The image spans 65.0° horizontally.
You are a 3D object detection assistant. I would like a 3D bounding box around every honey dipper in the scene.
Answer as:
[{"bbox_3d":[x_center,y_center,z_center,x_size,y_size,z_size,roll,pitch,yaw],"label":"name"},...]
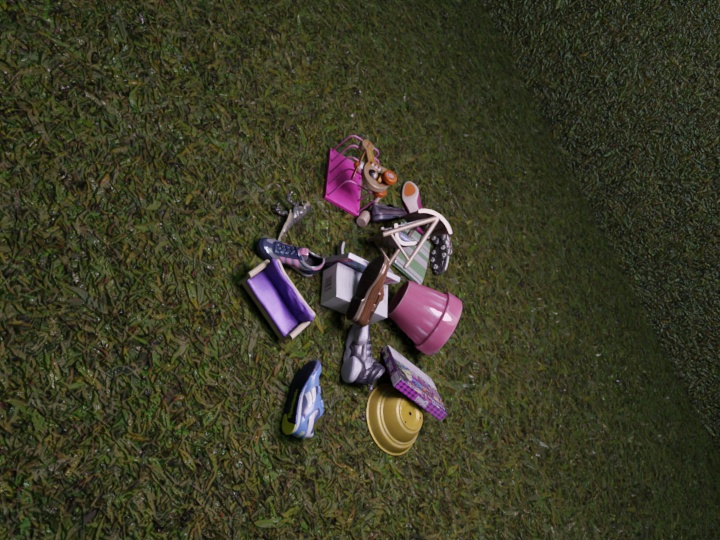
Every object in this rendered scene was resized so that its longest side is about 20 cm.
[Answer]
[{"bbox_3d":[0.037,-0.212,1.889,0.038,0.038,0.201,47,41,-15],"label":"honey dipper"}]

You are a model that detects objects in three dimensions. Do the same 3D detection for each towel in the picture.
[{"bbox_3d":[0.177,-0.058,1.954,0.152,0.023,0.202,38,45,-25],"label":"towel"}]

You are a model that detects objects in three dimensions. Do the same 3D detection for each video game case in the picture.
[{"bbox_3d":[0.000,0.000,1.659,0.199,0.142,0.018,26,69,-33],"label":"video game case"},{"bbox_3d":[0.155,0.326,1.651,0.199,0.036,0.182,40,12,-24],"label":"video game case"}]

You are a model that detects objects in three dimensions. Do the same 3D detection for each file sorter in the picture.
[{"bbox_3d":[-0.020,-0.309,1.813,0.138,0.125,0.202,26,53,-32],"label":"file sorter"}]

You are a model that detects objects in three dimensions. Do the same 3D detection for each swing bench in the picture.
[{"bbox_3d":[0.149,-0.110,1.767,0.199,0.199,0.131,-37,98,-13],"label":"swing bench"}]

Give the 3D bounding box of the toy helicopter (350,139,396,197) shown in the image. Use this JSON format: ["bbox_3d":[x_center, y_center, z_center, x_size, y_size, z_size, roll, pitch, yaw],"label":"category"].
[{"bbox_3d":[0.024,-0.325,1.737,0.131,0.079,0.202,8,54,-30],"label":"toy helicopter"}]

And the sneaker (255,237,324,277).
[{"bbox_3d":[-0.186,-0.049,1.544,0.198,0.082,0.071,22,55,-35],"label":"sneaker"}]

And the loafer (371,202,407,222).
[{"bbox_3d":[0.099,-0.200,1.895,0.199,0.071,0.064,-11,89,-57],"label":"loafer"}]

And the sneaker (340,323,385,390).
[{"bbox_3d":[0.015,0.238,1.602,0.113,0.075,0.202,33,55,-29],"label":"sneaker"}]

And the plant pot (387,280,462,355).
[{"bbox_3d":[0.189,0.131,1.754,0.178,0.200,0.201,33,47,-8],"label":"plant pot"}]

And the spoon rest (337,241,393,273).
[{"bbox_3d":[0.014,-0.011,1.727,0.198,0.099,0.061,30,58,-12],"label":"spoon rest"}]

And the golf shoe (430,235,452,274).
[{"bbox_3d":[0.303,-0.069,2.045,0.088,0.077,0.202,33,50,-37],"label":"golf shoe"}]

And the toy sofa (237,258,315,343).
[{"bbox_3d":[-0.213,0.076,1.442,0.201,0.097,0.083,57,42,-6],"label":"toy sofa"}]

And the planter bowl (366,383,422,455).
[{"bbox_3d":[0.117,0.412,1.600,0.199,0.083,0.203,22,56,-36],"label":"planter bowl"}]

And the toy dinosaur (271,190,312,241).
[{"bbox_3d":[-0.201,-0.169,1.624,0.089,0.047,0.201,54,45,-18],"label":"toy dinosaur"}]

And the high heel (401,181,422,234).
[{"bbox_3d":[0.199,-0.227,2.052,0.096,0.067,0.202,59,11,-57],"label":"high heel"}]

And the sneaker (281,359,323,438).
[{"bbox_3d":[-0.132,0.323,1.414,0.082,0.074,0.202,35,56,-29],"label":"sneaker"}]

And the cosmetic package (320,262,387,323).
[{"bbox_3d":[-0.015,0.070,1.651,0.198,0.081,0.114,22,57,-34],"label":"cosmetic package"}]

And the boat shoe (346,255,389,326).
[{"bbox_3d":[0.031,0.058,1.574,0.068,0.072,0.202,29,90,-32],"label":"boat shoe"}]
